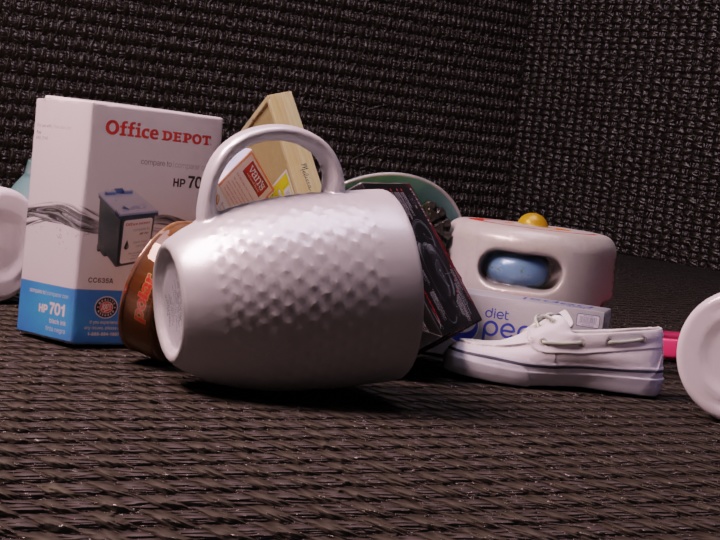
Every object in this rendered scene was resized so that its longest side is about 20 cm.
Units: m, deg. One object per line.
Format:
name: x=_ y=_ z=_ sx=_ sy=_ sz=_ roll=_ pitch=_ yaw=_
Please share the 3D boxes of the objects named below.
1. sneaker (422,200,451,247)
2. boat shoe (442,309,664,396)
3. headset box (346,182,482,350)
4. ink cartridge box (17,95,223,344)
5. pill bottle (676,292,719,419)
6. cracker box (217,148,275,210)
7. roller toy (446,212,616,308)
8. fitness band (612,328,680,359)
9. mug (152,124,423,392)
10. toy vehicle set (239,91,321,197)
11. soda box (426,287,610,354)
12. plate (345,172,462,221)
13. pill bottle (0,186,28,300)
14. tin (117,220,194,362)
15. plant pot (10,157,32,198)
sneaker: x=0.000 y=0.000 z=1.707 sx=0.199 sy=0.078 sz=0.085 roll=-28 pitch=1 yaw=-11
boat shoe: x=0.172 y=0.067 z=1.473 sx=0.199 sy=0.067 sz=0.074 roll=6 pitch=4 yaw=-11
headset box: x=0.030 y=0.002 z=1.489 sx=0.077 sy=0.149 sz=0.200 roll=-29 pitch=-4 yaw=13
ink cartridge box: x=-0.204 y=-0.041 z=1.424 sx=0.146 sy=0.201 sz=0.086 roll=2 pitch=6 yaw=-45
pill bottle: x=0.352 y=0.069 z=1.435 sx=0.112 sy=0.113 sz=0.200 roll=9 pitch=4 yaw=27
cracker box: x=-0.194 y=-0.039 z=1.586 sx=0.134 sy=0.058 sz=0.200 roll=11 pitch=51 yaw=46
roller toy: x=0.173 y=0.010 z=1.730 sx=0.199 sy=0.141 sz=0.182 roll=4 pitch=5 yaw=-35
fitness band: x=0.352 y=0.087 z=1.728 sx=0.199 sy=0.038 sz=0.144 roll=6 pitch=2 yaw=-22
mug: x=-0.061 y=-0.008 z=1.242 sx=0.174 sy=0.201 sz=0.148 roll=-5 pitch=7 yaw=-22
toy vehicle set: x=-0.070 y=-0.056 z=1.613 sx=0.026 sy=0.201 sz=0.124 roll=-11 pitch=-14 yaw=-26
soda box: x=0.137 y=0.055 z=1.603 sx=0.199 sy=0.064 sz=0.068 roll=8 pitch=4 yaw=14
plate: x=0.012 y=-0.031 z=1.786 sx=0.199 sy=0.201 sz=0.026 roll=5 pitch=40 yaw=-20
pill bottle: x=-0.418 y=-0.037 z=1.636 sx=0.199 sy=0.112 sz=0.111 roll=9 pitch=5 yaw=35
tin: x=-0.129 y=0.016 z=1.369 sx=0.042 sy=0.113 sz=0.200 roll=19 pitch=9 yaw=22
plant pot: x=-0.315 y=-0.052 z=1.843 sx=0.199 sy=0.135 sz=0.200 roll=6 pitch=4 yaw=0
